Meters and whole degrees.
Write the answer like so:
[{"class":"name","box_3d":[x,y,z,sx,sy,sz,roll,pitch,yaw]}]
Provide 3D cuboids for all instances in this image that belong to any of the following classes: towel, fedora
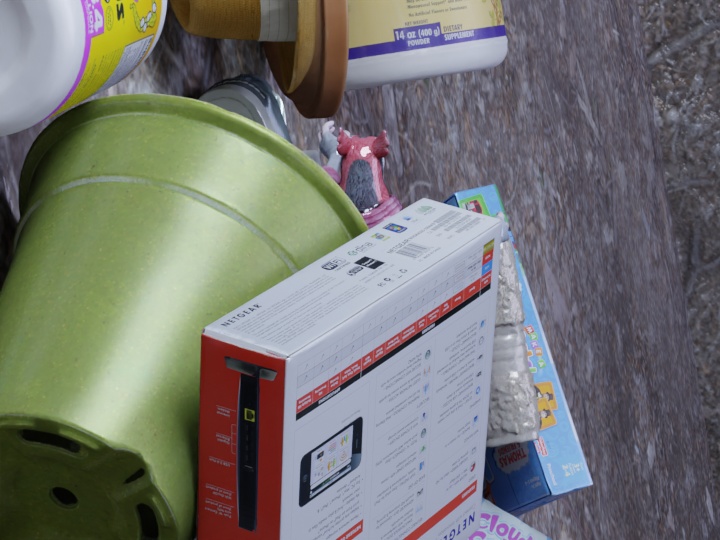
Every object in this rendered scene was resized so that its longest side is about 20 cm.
[{"class":"towel","box_3d":[0.036,0.047,1.731,0.034,0.200,0.133,-10,91,-37]},{"class":"fedora","box_3d":[-0.078,-0.203,1.650,0.201,0.082,0.201,174,-90,-81]}]

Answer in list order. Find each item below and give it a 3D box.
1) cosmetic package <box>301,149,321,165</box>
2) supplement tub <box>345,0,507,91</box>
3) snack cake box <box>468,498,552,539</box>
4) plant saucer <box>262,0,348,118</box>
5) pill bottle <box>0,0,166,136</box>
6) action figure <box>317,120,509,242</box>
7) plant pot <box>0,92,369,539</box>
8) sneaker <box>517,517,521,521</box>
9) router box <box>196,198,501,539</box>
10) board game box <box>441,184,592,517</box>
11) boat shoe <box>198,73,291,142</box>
[{"class":"cosmetic package","box_3d":[-0.077,0.004,1.624,0.200,0.090,0.107,-63,146,-69]},{"class":"supplement tub","box_3d":[0.025,-0.239,2.003,0.145,0.145,0.200,-26,107,-74]},{"class":"snack cake box","box_3d":[0.066,0.212,1.792,0.067,0.115,0.200,-61,-169,-21]},{"class":"plant saucer","box_3d":[-0.045,-0.200,1.818,0.200,0.032,0.200,172,-90,-79]},{"class":"pill bottle","box_3d":[-0.159,-0.132,1.356,0.200,0.104,0.104,-46,126,-72]},{"class":"action figure","box_3d":[0.000,0.000,1.618,0.149,0.134,0.200,-46,139,-34]},{"class":"plant pot","box_3d":[-0.110,0.049,1.335,0.190,0.200,0.200,-65,146,-43]},{"class":"sneaker","box_3d":[0.049,0.124,1.865,0.200,0.089,0.079,42,6,-26]},{"class":"router box","box_3d":[-0.005,0.081,1.327,0.200,0.049,0.180,-31,131,-52]},{"class":"board game box","box_3d":[0.074,0.062,1.766,0.151,0.037,0.200,-35,-110,63]},{"class":"boat shoe","box_3d":[-0.053,-0.033,1.759,0.062,0.073,0.200,-55,130,-63]}]
